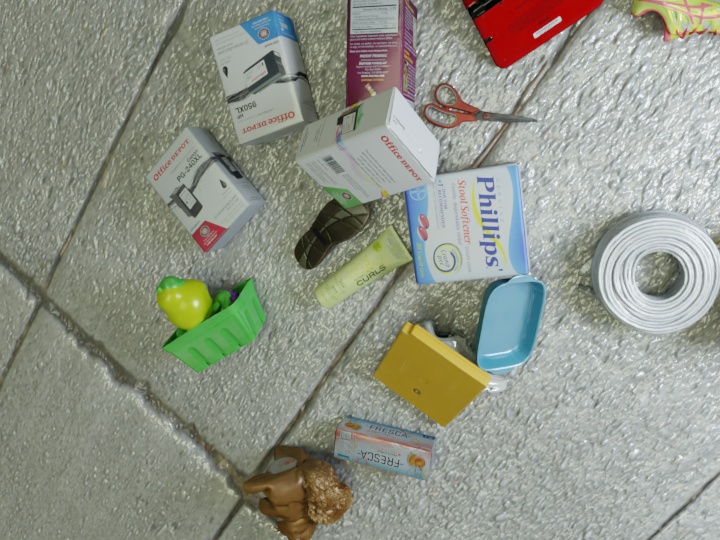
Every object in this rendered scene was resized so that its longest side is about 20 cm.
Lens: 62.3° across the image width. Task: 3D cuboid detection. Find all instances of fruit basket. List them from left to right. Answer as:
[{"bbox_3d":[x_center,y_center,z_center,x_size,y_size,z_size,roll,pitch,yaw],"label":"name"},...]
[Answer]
[{"bbox_3d":[-0.318,0.080,1.195,0.210,0.156,0.221,3,113,7],"label":"fruit basket"}]

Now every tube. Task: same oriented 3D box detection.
[{"bbox_3d":[0.000,0.000,1.145,0.198,0.052,0.058,-34,130,14],"label":"tube"}]

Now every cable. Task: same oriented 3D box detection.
[{"bbox_3d":[0.487,0.002,0.986,0.198,0.069,0.202,33,107,9],"label":"cable"}]

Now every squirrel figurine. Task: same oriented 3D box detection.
[{"bbox_3d":[-0.115,0.479,1.220,0.195,0.142,0.191,-8,104,20],"label":"squirrel figurine"}]

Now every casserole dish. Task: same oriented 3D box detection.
[{"bbox_3d":[0.258,0.091,1.051,0.118,0.039,0.204,-6,118,-17],"label":"casserole dish"}]

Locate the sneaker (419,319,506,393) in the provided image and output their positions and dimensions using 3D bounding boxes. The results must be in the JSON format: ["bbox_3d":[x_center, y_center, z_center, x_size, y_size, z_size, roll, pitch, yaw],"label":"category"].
[{"bbox_3d":[0.186,0.161,1.108,0.197,0.075,0.082,26,97,10],"label":"sneaker"}]

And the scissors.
[{"bbox_3d":[0.209,-0.268,1.054,0.197,0.014,0.075,24,103,10],"label":"scissors"}]

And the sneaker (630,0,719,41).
[{"bbox_3d":[0.510,-0.389,0.915,0.198,0.078,0.092,34,116,14],"label":"sneaker"}]

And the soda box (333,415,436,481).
[{"bbox_3d":[0.048,0.350,1.180,0.195,0.068,0.065,10,103,15],"label":"soda box"}]

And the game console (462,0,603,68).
[{"bbox_3d":[0.272,-0.477,0.994,0.198,0.120,0.173,-29,122,19],"label":"game console"}]

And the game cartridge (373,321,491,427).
[{"bbox_3d":[0.124,0.192,1.090,0.175,0.033,0.201,35,142,7],"label":"game cartridge"}]

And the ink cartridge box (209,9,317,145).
[{"bbox_3d":[-0.178,-0.353,1.115,0.142,0.084,0.205,-14,96,19],"label":"ink cartridge box"}]

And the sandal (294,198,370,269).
[{"bbox_3d":[-0.052,-0.074,1.148,0.082,0.054,0.200,50,123,9],"label":"sandal"}]

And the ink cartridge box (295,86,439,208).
[{"bbox_3d":[0.014,-0.196,0.991,0.197,0.144,0.086,-12,53,38],"label":"ink cartridge box"}]

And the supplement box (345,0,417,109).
[{"bbox_3d":[0.038,-0.359,1.025,0.101,0.131,0.205,4,100,15],"label":"supplement box"}]

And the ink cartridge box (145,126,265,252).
[{"bbox_3d":[-0.311,-0.162,1.189,0.145,0.083,0.201,-42,87,19],"label":"ink cartridge box"}]

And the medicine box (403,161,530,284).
[{"bbox_3d":[0.188,-0.083,1.044,0.195,0.103,0.187,-6,98,18],"label":"medicine box"}]
